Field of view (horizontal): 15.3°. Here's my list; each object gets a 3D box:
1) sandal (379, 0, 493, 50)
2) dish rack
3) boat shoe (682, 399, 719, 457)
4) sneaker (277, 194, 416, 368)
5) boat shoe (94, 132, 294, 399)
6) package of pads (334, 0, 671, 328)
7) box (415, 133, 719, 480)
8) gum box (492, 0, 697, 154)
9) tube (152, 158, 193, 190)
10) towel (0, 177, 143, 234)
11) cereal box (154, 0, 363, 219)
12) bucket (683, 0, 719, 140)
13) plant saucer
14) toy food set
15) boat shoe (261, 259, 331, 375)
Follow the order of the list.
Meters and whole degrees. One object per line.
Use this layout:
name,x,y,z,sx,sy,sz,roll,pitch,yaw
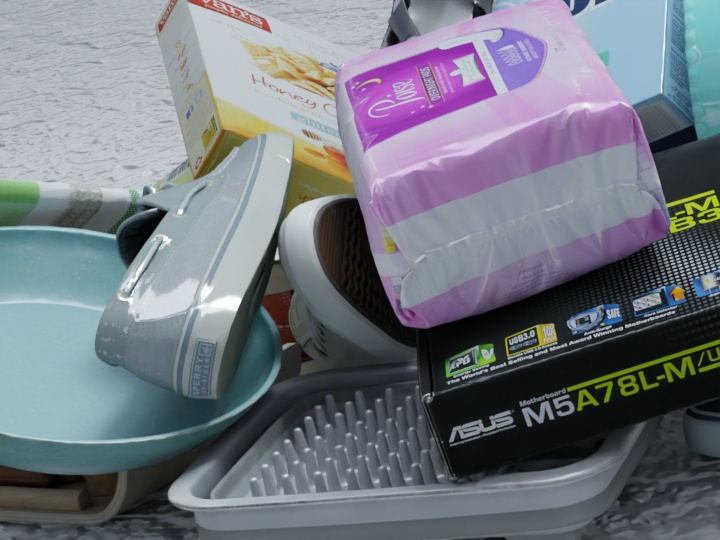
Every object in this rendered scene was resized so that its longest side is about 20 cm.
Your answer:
sandal,0.044,-0.124,1.425,0.076,0.043,0.200,5,45,-7
dish rack,0.033,0.081,1.150,0.200,0.044,0.172,-5,17,20
boat shoe,0.223,0.014,1.164,0.200,0.091,0.071,-17,16,-21
sneaker,-0.007,0.019,1.278,0.085,0.073,0.200,-14,-19,20
boat shoe,-0.075,-0.013,1.212,0.071,0.070,0.201,14,29,2
package of pads,0.055,-0.050,1.154,0.120,0.076,0.200,-17,20,1
box,0.121,0.003,1.128,0.200,0.048,0.193,-17,22,7
gum box,0.111,-0.131,1.467,0.170,0.045,0.200,-22,43,34
tube,-0.122,-0.009,1.472,0.200,0.058,0.052,-33,35,32
towel,-0.149,-0.007,1.371,0.200,0.031,0.149,5,-33,-38
cereal box,-0.030,-0.077,1.413,0.144,0.040,0.200,22,23,-22
bucket,0.252,-0.106,1.391,0.135,0.207,0.207,-6,16,19
plant saucer,-0.136,0.040,1.207,0.200,0.036,0.200,7,26,-3
toy food set,-0.147,0.067,1.300,0.200,0.061,0.143,0,19,34
boat shoe,0.000,0.000,1.438,0.071,0.063,0.200,-3,15,34
